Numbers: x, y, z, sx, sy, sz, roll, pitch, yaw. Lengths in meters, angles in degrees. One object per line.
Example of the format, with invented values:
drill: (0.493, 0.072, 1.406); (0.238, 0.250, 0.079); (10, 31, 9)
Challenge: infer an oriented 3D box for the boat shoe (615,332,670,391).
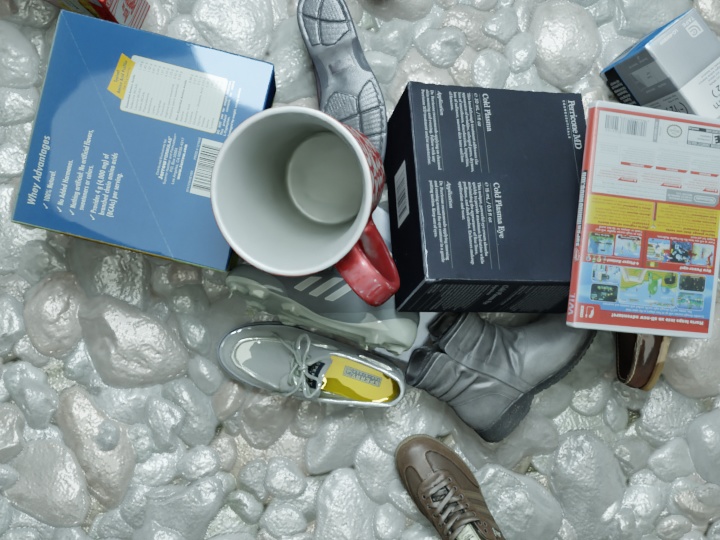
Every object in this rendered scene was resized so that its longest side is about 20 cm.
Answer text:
boat shoe: (0.289, 0.022, 0.942); (0.070, 0.070, 0.202); (11, 82, -11)

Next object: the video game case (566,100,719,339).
video game case: (0.263, -0.044, 0.810); (0.142, 0.017, 0.202); (6, 91, -14)

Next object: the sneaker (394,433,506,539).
sneaker: (0.109, 0.258, 0.928); (0.070, 0.076, 0.201); (-36, 94, -3)

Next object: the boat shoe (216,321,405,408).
boat shoe: (-0.049, 0.103, 0.908); (0.200, 0.086, 0.075); (17, 90, -5)

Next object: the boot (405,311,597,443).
boot: (0.148, 0.069, 0.916); (0.131, 0.070, 0.200); (40, 86, -19)

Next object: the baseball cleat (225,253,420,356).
baseball cleat: (-0.031, 0.014, 0.882); (0.199, 0.070, 0.107); (22, 70, -19)

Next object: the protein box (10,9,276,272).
protein box: (-0.200, -0.117, 0.868); (0.198, 0.135, 0.200); (13, 90, -4)

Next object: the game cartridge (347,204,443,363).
game cartridge: (0.000, 0.000, 0.936); (0.200, 0.040, 0.134); (38, 85, -4)

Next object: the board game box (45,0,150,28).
board game box: (-0.311, -0.297, 0.850); (0.199, 0.151, 0.047); (25, 89, -4)

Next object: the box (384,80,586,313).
box: (0.125, -0.066, 0.868); (0.180, 0.104, 0.202); (1, 71, -13)

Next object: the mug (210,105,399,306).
mug: (-0.039, -0.057, 0.806); (0.132, 0.200, 0.179); (-9, 98, 9)

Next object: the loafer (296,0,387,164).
loafer: (-0.014, -0.188, 0.919); (0.071, 0.063, 0.202); (-14, 94, 7)

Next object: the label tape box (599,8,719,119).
label tape box: (0.343, -0.151, 0.904); (0.066, 0.143, 0.201); (-36, 93, -1)
